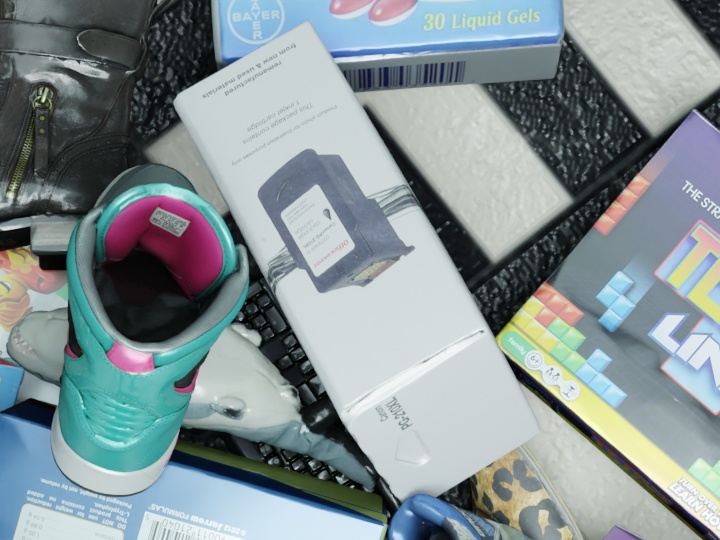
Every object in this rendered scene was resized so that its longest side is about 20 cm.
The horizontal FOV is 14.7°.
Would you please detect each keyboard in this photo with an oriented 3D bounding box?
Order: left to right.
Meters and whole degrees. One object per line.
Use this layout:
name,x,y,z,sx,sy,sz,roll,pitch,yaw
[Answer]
keyboard,-0.044,0.110,1.477,0.127,0.021,0.200,-33,82,-4

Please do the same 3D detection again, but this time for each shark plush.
shark plush,-0.080,0.056,1.440,0.200,0.083,0.091,14,57,-17

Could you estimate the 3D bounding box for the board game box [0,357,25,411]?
board game box,-0.282,0.121,1.379,0.056,0.200,0.196,20,94,44

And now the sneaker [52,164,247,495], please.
sneaker,-0.099,-0.006,1.318,0.084,0.121,0.200,14,44,-10

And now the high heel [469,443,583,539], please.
high heel,0.050,0.177,1.437,0.142,0.071,0.200,-24,91,-9

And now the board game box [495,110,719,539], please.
board game box,0.194,0.044,1.458,0.200,0.057,0.165,40,85,5

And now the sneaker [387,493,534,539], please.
sneaker,0.040,0.184,1.324,0.085,0.200,0.077,38,115,-26

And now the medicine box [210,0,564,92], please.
medicine box,0.009,-0.200,1.477,0.182,0.103,0.200,-5,83,0

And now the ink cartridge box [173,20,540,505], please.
ink cartridge box,0.000,0.000,1.390,0.084,0.145,0.200,-30,62,1

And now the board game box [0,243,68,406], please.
board game box,-0.208,-0.018,1.488,0.200,0.035,0.126,35,85,5

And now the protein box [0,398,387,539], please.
protein box,-0.106,0.189,1.392,0.198,0.135,0.200,16,91,0

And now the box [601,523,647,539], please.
box,0.136,0.264,1.385,0.176,0.097,0.200,44,84,-17

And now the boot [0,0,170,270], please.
boot,-0.196,-0.091,1.452,0.200,0.069,0.174,2,80,-11
